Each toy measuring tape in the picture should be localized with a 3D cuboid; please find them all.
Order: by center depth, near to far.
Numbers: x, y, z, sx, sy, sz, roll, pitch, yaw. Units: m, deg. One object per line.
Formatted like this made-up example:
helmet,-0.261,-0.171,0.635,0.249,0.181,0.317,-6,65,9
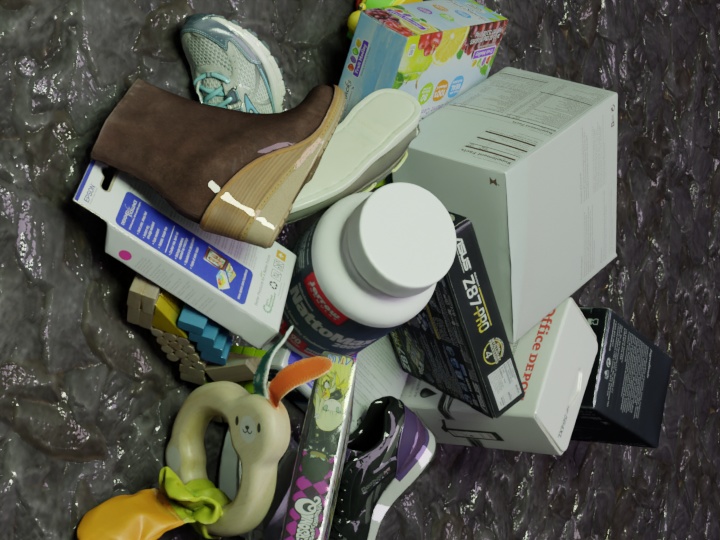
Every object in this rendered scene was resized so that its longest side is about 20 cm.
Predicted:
toy measuring tape,0.052,-0.276,1.393,0.199,0.073,0.075,-23,108,-51

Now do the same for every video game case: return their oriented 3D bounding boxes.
video game case,-0.037,0.185,1.142,0.200,0.035,0.184,95,7,-70

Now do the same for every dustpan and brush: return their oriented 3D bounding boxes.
dustpan and brush,-0.092,0.221,1.199,0.140,0.057,0.202,57,47,-38

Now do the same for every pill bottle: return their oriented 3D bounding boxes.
pill bottle,0.000,0.000,1.162,0.118,0.200,0.122,8,69,-21

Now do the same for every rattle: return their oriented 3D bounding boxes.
rattle,-0.127,0.131,1.052,0.141,0.200,0.132,12,48,-31

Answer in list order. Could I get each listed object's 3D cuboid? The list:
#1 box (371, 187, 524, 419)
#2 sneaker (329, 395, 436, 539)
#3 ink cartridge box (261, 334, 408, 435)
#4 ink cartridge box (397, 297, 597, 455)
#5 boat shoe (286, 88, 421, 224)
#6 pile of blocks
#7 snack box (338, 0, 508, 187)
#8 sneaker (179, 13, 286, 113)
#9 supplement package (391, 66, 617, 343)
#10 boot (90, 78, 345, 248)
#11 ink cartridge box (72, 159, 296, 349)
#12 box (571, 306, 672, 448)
box,0.069,0.030,1.272,0.049,0.160,0.202,-34,119,-24
sneaker,-0.014,0.211,1.283,0.201,0.075,0.088,-55,130,-18
ink cartridge box,-0.009,0.058,1.334,0.198,0.043,0.202,48,54,-43
ink cartridge box,0.133,0.105,1.403,0.085,0.198,0.147,51,50,-41
boat shoe,-0.021,-0.091,1.190,0.201,0.072,0.061,-37,152,-31
pile of blocks,-0.125,0.055,1.135,0.201,0.081,0.063,56,37,-40
snack box,0.053,-0.182,1.345,0.199,0.067,0.171,-21,137,-52
sneaker,-0.106,-0.132,1.169,0.087,0.077,0.201,-56,133,-34
supplement package,0.151,-0.071,1.347,0.199,0.146,0.194,-34,130,-38
boot,-0.110,-0.121,1.090,0.165,0.073,0.201,29,48,-2
ink cartridge box,-0.145,-0.026,1.087,0.199,0.037,0.095,36,38,-21
box,0.234,0.124,1.550,0.199,0.194,0.119,30,67,-51
